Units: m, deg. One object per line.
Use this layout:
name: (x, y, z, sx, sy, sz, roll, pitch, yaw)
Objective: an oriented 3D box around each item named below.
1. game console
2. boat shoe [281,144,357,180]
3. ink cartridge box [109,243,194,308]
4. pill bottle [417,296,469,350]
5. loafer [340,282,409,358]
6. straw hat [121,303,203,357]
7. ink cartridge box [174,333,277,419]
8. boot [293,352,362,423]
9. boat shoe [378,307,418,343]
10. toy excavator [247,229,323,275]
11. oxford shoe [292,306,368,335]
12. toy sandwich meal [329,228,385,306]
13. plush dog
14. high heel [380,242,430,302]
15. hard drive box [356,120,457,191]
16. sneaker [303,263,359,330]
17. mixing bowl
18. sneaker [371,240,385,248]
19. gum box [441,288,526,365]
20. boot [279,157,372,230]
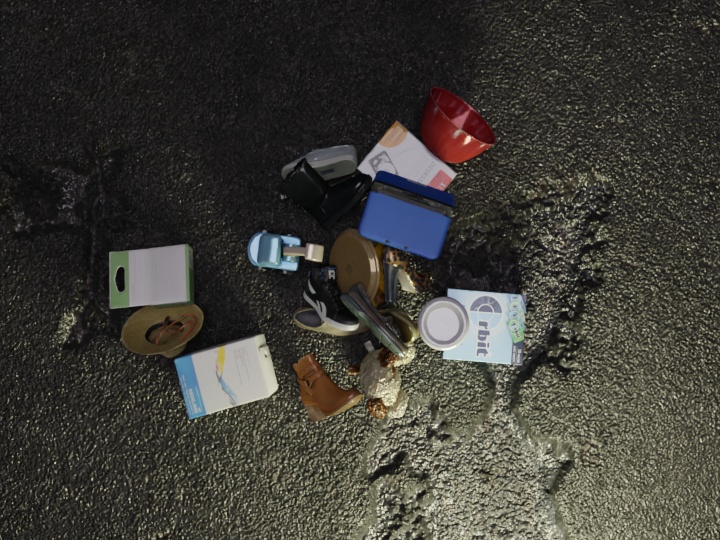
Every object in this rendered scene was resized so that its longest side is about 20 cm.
game console: (0.108, -0.132, 1.562, 0.197, 0.171, 0.120, 19, 113, 1)
boat shoe: (-0.100, -0.266, 1.672, 0.197, 0.070, 0.072, -8, 52, 16)
ink cartridge box: (-0.513, 0.019, 1.661, 0.196, 0.048, 0.148, -6, 77, 1)
pill bottle: (0.191, 0.118, 1.547, 0.114, 0.200, 0.118, 0, 88, 7)
loafer: (0.043, 0.109, 1.519, 0.200, 0.072, 0.063, 44, 77, 8)
straw hat: (-0.472, 0.165, 1.644, 0.197, 0.203, 0.086, -7, 130, 0)
ink cartridge box: (-0.315, 0.248, 1.613, 0.197, 0.147, 0.147, -15, 88, 0)
boot: (-0.088, 0.268, 1.604, 0.199, 0.073, 0.157, -31, 77, 42)
boat shoe: (0.093, 0.122, 1.588, 0.062, 0.200, 0.074, -20, 98, -18)
toy excavator: (-0.179, -0.043, 1.596, 0.191, 0.200, 0.102, 8, 89, 1)
oxford shoe: (-0.071, 0.126, 1.652, 0.196, 0.075, 0.072, 1, 88, 0)
toy sandwich meal: (0.000, 0.000, 1.616, 0.069, 0.204, 0.209, -8, 87, -39)
plush dog: (0.046, 0.250, 1.598, 0.157, 0.172, 0.204, 9, 89, 1)
high heel: (0.117, -0.017, 1.598, 0.070, 0.199, 0.145, 7, 106, 34)
hard drive box: (0.113, -0.240, 1.664, 0.199, 0.077, 0.156, 40, 89, 1)
sneaker: (-0.068, 0.051, 1.595, 0.072, 0.199, 0.114, -8, 120, -39)
mixing bowl: (0.217, -0.334, 1.628, 0.200, 0.200, 0.109, 42, 122, 1)
sneaker: (0.067, -0.070, 1.631, 0.199, 0.076, 0.081, -41, 85, 25)
gum box: (0.304, 0.138, 1.665, 0.196, 0.045, 0.173, 4, 88, 2)
boot: (-0.089, -0.205, 1.624, 0.162, 0.074, 0.198, 41, 121, -14)
